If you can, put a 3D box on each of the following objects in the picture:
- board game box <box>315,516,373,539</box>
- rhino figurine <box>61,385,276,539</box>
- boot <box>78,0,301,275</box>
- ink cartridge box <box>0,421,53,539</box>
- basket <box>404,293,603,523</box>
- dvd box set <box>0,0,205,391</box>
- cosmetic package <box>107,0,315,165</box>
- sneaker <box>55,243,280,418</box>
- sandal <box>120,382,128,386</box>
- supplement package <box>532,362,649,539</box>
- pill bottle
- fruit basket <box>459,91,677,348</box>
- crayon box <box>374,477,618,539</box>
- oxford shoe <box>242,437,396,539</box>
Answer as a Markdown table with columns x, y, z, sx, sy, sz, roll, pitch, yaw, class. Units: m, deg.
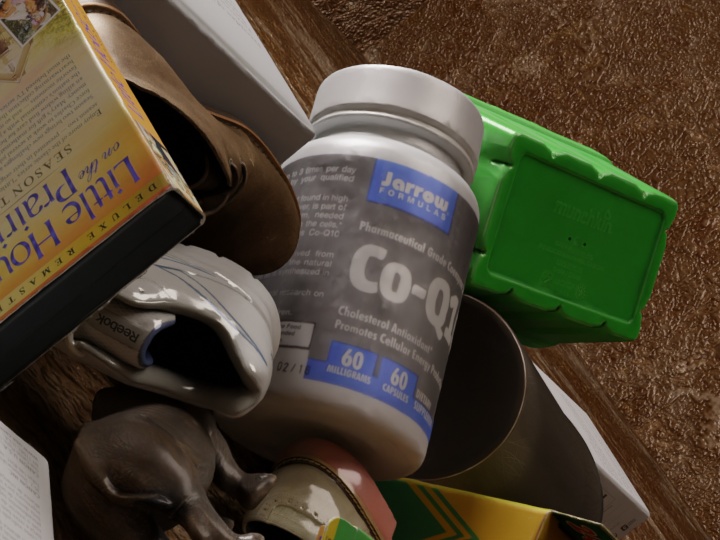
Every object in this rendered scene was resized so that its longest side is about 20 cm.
| x | y | z | sx | sy | sz | roll | pitch | yaw | class |
| --- | --- | --- | --- | --- | --- | --- | --- | --- | --- |
| 0.022 | 0.194 | 0.889 | 0.200 | 0.030 | 0.096 | 45 | 54 | -45 | board game box |
| -0.086 | 0.086 | 0.863 | 0.087 | 0.060 | 0.200 | 39 | 6 | -6 | rhino figurine |
| -0.079 | -0.042 | 0.877 | 0.075 | 0.074 | 0.200 | 47 | 1 | 40 | boot |
| -0.157 | 0.087 | 0.578 | 0.162 | 0.050 | 0.200 | 46 | 18 | -32 | ink cartridge box |
| 0.056 | 0.097 | 1.153 | 0.180 | 0.136 | 0.200 | 37 | -9 | 21 | basket |
| -0.158 | -0.046 | 0.762 | 0.029 | 0.146 | 0.200 | 43 | 10 | -51 | dvd box set |
| -0.161 | -0.114 | 0.967 | 0.166 | 0.167 | 0.200 | 41 | 13 | -47 | cosmetic package |
| -0.120 | 0.003 | 0.832 | 0.200 | 0.075 | 0.087 | 22 | 12 | -16 | sneaker |
| -0.089 | -0.027 | 1.016 | 0.080 | 0.202 | 0.057 | 20 | -18 | -25 | sandal |
| 0.100 | 0.135 | 1.425 | 0.200 | 0.120 | 0.121 | 43 | 13 | -42 | supplement package |
| 0.000 | 0.000 | 1.022 | 0.114 | 0.114 | 0.201 | 41 | 55 | -47 | pill bottle |
| 0.062 | -0.026 | 1.198 | 0.215 | 0.156 | 0.216 | 18 | -1 | 0 | fruit basket |
| 0.072 | 0.165 | 1.033 | 0.200 | 0.051 | 0.127 | 5 | -30 | 46 | crayon box |
| 0.004 | 0.184 | 0.968 | 0.200 | 0.071 | 0.074 | 54 | 39 | -6 | oxford shoe |
